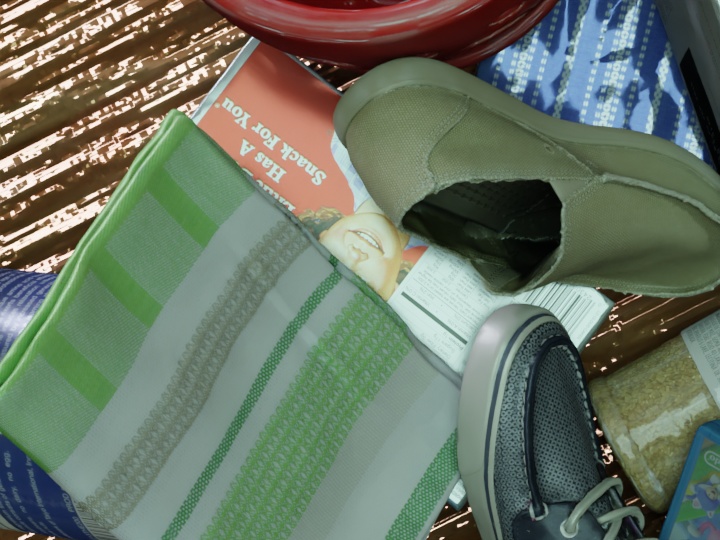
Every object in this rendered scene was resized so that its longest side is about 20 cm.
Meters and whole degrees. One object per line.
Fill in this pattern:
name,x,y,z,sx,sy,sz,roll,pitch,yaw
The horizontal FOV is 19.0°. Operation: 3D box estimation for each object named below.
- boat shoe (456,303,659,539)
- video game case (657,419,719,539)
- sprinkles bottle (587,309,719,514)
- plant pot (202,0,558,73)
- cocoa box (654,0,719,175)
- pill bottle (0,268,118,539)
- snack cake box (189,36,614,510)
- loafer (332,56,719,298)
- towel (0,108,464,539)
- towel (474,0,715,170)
boat shoe,0.100,0.113,0.884,0.092,0.075,0.201,10,118,40
video game case,0.171,0.182,0.897,0.143,0.018,0.201,30,116,31
sprinkles bottle,0.199,0.031,0.935,0.199,0.068,0.068,-30,87,8
plant pot,0.011,-0.176,0.900,0.199,0.182,0.202,-1,83,9
cocoa box,0.195,-0.136,0.904,0.131,0.133,0.201,-19,84,0
pill bottle,-0.137,0.056,0.916,0.199,0.111,0.112,5,88,26
snack cake box,0.000,0.000,0.957,0.200,0.067,0.115,38,91,3
loafer,0.076,-0.021,0.873,0.199,0.076,0.069,17,49,-28
towel,-0.040,0.055,0.834,0.200,0.031,0.150,45,61,-29
towel,0.155,-0.093,0.977,0.199,0.024,0.146,14,87,3
